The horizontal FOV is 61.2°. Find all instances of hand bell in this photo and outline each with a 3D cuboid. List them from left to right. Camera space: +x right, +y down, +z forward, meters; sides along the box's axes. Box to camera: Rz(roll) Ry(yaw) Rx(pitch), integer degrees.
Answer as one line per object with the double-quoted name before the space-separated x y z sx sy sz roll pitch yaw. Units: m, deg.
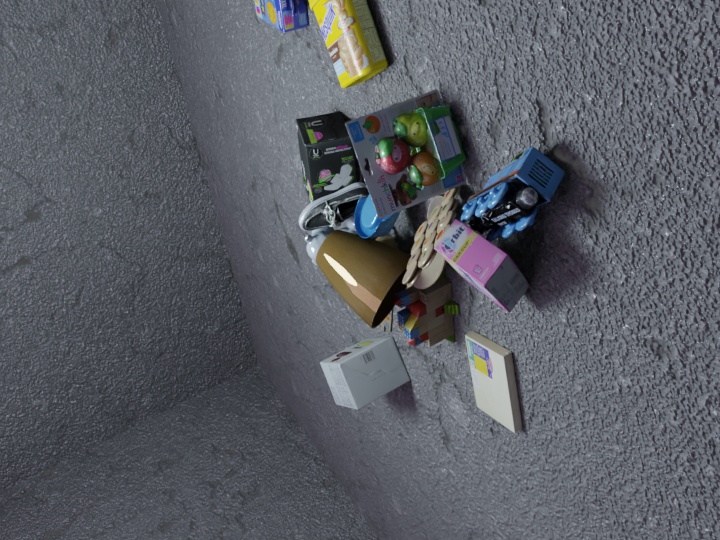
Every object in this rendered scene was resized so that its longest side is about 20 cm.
"hand bell" 0.052 -0.110 1.516 0.104 0.103 0.204 164 96 -68

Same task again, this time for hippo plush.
"hippo plush" -0.054 -0.057 1.594 0.202 0.158 0.161 -86 -22 -49

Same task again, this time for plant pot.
"plant pot" 0.000 0.000 1.396 0.199 0.187 0.187 33 149 13

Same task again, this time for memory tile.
"memory tile" 0.135 -0.069 1.160 0.017 0.201 0.154 30 127 -9

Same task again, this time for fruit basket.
"fruit basket" 0.091 -0.217 1.126 0.093 0.198 0.188 0 112 67

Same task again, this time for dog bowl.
"dog bowl" 0.055 -0.162 1.354 0.202 0.049 0.112 -64 36 23

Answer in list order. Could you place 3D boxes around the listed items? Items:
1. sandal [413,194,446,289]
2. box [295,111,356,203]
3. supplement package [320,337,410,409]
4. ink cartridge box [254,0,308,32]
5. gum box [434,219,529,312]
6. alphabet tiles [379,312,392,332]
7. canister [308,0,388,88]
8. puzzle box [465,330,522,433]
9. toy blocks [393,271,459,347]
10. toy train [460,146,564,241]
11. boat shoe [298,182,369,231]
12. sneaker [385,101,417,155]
"sandal" 0.167 -0.062 1.300 0.077 0.069 0.215 26 118 26
"box" -0.085 -0.273 1.544 0.149 0.122 0.202 -113 15 -48
"supplement package" 0.009 0.308 1.856 0.149 0.189 0.200 67 158 -1
"ink cartridge box" -0.196 -0.680 1.506 0.200 0.076 0.138 43 149 42
"gum box" 0.220 -0.003 1.078 0.113 0.066 0.200 40 -177 31
"alphabet tiles" 0.046 0.084 1.794 0.167 0.006 0.202 51 153 36
"canister" -0.025 -0.500 1.271 0.148 0.086 0.203 4 117 66
"puzzle box" 0.295 0.245 1.348 0.133 0.025 0.203 30 138 57
"toy blocks" 0.145 0.105 1.407 0.100 0.135 0.203 39 146 49
"toy train" 0.240 -0.118 0.992 0.086 0.115 0.200 36 167 -7
"boat shoe" -0.062 -0.143 1.508 0.069 0.197 0.074 -106 -10 -47
"sneaker" 0.099 -0.243 1.245 0.202 0.079 0.077 65 158 2
